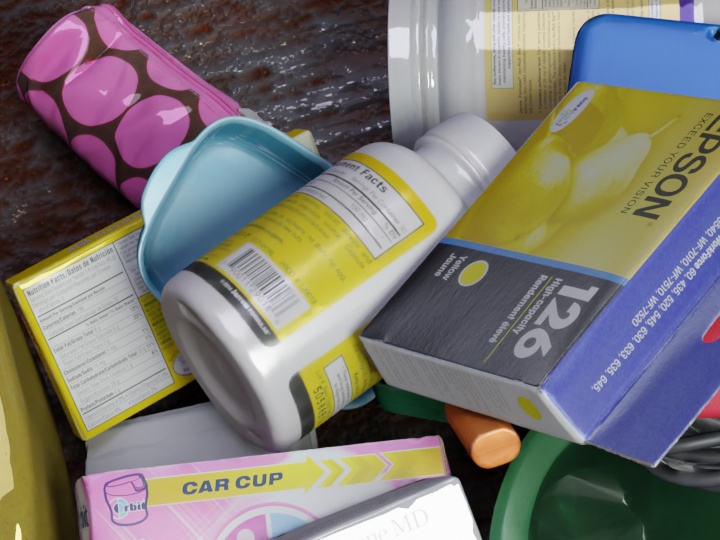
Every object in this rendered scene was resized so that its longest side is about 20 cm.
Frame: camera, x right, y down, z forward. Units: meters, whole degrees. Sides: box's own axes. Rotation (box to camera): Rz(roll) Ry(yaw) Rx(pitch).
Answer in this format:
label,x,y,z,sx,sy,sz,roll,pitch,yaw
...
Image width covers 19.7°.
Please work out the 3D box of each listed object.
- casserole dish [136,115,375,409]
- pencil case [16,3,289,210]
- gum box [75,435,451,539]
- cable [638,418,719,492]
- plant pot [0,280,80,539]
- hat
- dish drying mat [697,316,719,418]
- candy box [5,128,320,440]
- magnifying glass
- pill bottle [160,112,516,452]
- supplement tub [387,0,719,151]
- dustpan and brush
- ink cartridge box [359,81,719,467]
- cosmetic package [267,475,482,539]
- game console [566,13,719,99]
label,x,y,z,sx,sy,sz,roll,pitch,yaw
casserole dish,-0.045,-0.004,1.187,0.122,0.199,0.039,-61,24,-8
pencil case,-0.126,-0.092,1.295,0.200,0.094,0.091,37,28,26
gum box,-0.042,0.154,1.073,0.198,0.066,0.114,-5,82,-14
cable,0.189,0.037,1.042,0.199,0.051,0.164,-14,64,8
plant pot,-0.244,0.136,1.096,0.194,0.195,0.201,-22,61,-8
hat,0.112,0.152,1.131,0.165,0.176,0.201,24,69,-16
dish drying mat,0.248,0.032,0.991,0.198,0.018,0.077,-3,67,13
candy box,-0.097,0.006,1.200,0.199,0.103,0.026,-29,17,-20
magnifying glass,0.052,0.065,1.089,0.079,0.023,0.200,-19,15,-4
pill bottle,0.000,0.000,1.127,0.199,0.112,0.111,-35,57,-18
supplement tub,0.121,-0.121,1.248,0.198,0.146,0.146,-1,55,7
dustpan and brush,-0.087,0.170,1.134,0.139,0.057,0.201,-12,47,13
ink cartridge box,0.124,-0.007,1.018,0.198,0.047,0.199,-47,30,-21
cosmetic package,0.031,0.211,1.010,0.101,0.074,0.201,-21,89,-14
game console,0.211,-0.035,1.167,0.198,0.171,0.119,8,48,13
